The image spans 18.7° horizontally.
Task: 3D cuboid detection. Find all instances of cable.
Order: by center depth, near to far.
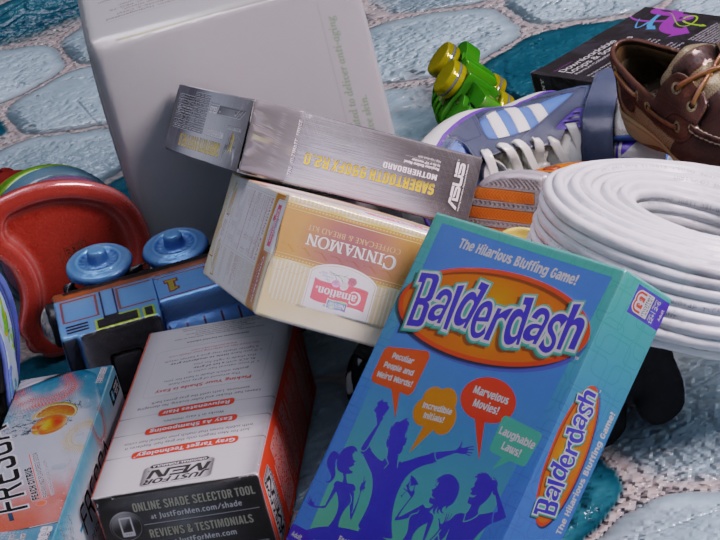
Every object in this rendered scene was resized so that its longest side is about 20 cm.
[{"bbox_3d":[0.195,-0.008,1.275,0.199,0.070,0.200,15,20,13],"label":"cable"}]

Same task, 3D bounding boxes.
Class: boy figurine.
[{"bbox_3d":[0.130,0.033,1.332,0.124,0.065,0.200,-20,29,-6],"label":"boy figurine"}]

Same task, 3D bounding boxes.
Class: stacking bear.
[{"bbox_3d":[-0.235,-0.027,1.605,0.113,0.122,0.200,-25,20,-18],"label":"stacking bear"}]

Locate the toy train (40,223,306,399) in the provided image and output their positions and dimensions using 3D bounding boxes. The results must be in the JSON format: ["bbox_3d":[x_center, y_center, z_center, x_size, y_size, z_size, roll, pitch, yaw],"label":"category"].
[{"bbox_3d":[-0.112,0.025,1.458,0.199,0.087,0.114,-15,34,-6],"label":"toy train"}]

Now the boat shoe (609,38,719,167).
[{"bbox_3d":[0.220,-0.111,1.416,0.072,0.072,0.200,-31,26,-9],"label":"boat shoe"}]

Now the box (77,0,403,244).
[{"bbox_3d":[-0.089,-0.128,1.618,0.199,0.200,0.171,-16,25,-3],"label":"box"}]

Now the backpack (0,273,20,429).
[{"bbox_3d":[-0.313,0.060,1.368,0.199,0.184,0.147,-1,22,-4],"label":"backpack"}]

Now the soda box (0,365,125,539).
[{"bbox_3d":[-0.181,0.136,1.270,0.063,0.069,0.200,-10,26,9],"label":"soda box"}]

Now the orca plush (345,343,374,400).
[{"bbox_3d":[0.050,0.097,1.271,0.200,0.071,0.105,18,-5,42],"label":"orca plush"}]

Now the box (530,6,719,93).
[{"bbox_3d":[0.250,-0.154,1.689,0.143,0.036,0.200,-31,31,-33],"label":"box"}]

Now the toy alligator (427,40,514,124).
[{"bbox_3d":[0.082,-0.125,1.701,0.054,0.059,0.200,-53,19,18],"label":"toy alligator"}]

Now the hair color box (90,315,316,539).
[{"bbox_3d":[-0.089,0.100,1.309,0.101,0.061,0.200,-9,24,10],"label":"hair color box"}]

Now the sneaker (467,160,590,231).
[{"bbox_3d":[0.177,-0.039,1.440,0.199,0.078,0.112,13,15,17],"label":"sneaker"}]

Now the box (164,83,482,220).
[{"bbox_3d":[-0.029,-0.078,1.444,0.158,0.049,0.200,12,3,-20],"label":"box"}]

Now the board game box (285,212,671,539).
[{"bbox_3d":[0.059,0.080,1.152,0.152,0.045,0.201,18,81,50],"label":"board game box"}]

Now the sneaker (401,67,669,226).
[{"bbox_3d":[0.139,-0.078,1.532,0.146,0.081,0.200,6,26,44],"label":"sneaker"}]

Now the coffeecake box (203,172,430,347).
[{"bbox_3d":[0.000,0.000,1.319,0.153,0.073,0.200,16,3,-14],"label":"coffeecake box"}]
